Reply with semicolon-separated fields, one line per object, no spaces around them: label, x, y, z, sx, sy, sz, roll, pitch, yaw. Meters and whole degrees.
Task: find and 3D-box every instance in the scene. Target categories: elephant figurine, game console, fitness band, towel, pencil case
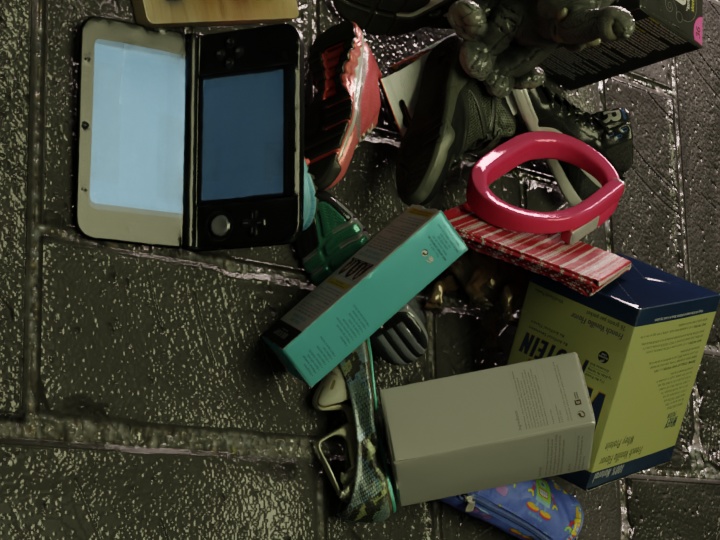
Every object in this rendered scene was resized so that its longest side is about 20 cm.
elephant figurine;0.199;-0.266;1.572;0.141;0.199;0.157;-9;77;-51
game console;-0.149;-0.125;1.386;0.116;0.174;0.203;18;70;-65
fitness band;0.201;-0.093;1.690;0.199;0.143;0.038;-32;145;-44
towel;0.174;-0.025;1.629;0.144;0.198;0.023;-23;132;-64
pencil case;0.151;0.236;1.646;0.199;0.078;0.088;34;32;-35

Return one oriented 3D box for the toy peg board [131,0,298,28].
toy peg board;-0.127;-0.344;1.484;0.198;0.097;0.203;-11;88;-46

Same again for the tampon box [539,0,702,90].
tampon box;0.286;-0.322;1.825;0.125;0.199;0.152;21;67;-40

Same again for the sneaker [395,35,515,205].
sneaker;0.104;-0.136;1.616;0.114;0.076;0.201;37;53;-27

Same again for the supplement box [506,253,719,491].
supplement box;0.263;0.103;1.683;0.199;0.133;0.202;-6;115;-52

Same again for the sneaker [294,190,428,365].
sneaker;0.000;0.000;1.574;0.201;0.074;0.088;58;18;-15

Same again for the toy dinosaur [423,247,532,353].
toy dinosaur;0.139;-0.004;1.691;0.199;0.085;0.137;30;58;-30

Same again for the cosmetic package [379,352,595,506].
cosmetic package;0.123;0.157;1.529;0.108;0.197;0.086;85;-5;-58

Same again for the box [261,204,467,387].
box;0.003;0.021;1.478;0.200;0.082;0.049;-41;106;-9

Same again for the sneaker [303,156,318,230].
sneaker;-0.108;-0.122;1.467;0.095;0.079;0.202;-26;97;-40

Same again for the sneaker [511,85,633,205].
sneaker;0.249;-0.176;1.800;0.201;0.111;0.073;56;12;-36

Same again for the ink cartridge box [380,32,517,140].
ink cartridge box;0.084;-0.185;1.696;0.199;0.050;0.110;-33;106;-43

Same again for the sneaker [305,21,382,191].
sneaker;-0.010;-0.155;1.569;0.087;0.073;0.202;42;45;-39

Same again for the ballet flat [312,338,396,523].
ballet flat;-0.013;0.146;1.516;0.074;0.074;0.203;-3;80;-45

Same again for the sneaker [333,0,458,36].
sneaker;0.043;-0.320;1.688;0.198;0.076;0.116;-3;56;-33
